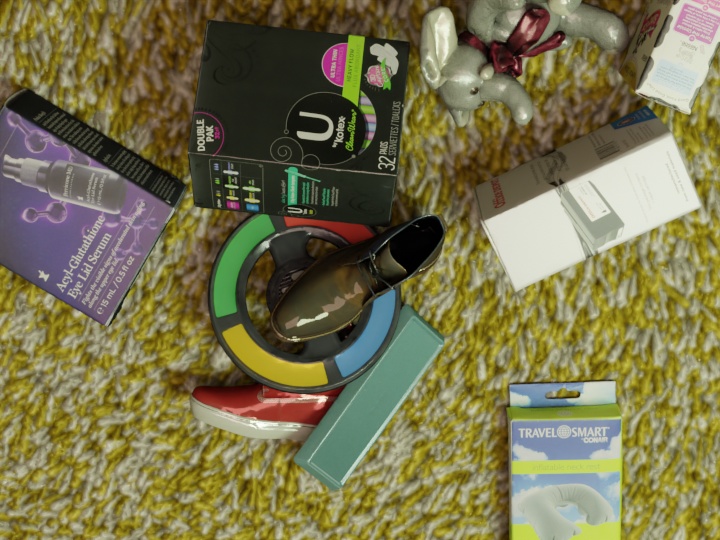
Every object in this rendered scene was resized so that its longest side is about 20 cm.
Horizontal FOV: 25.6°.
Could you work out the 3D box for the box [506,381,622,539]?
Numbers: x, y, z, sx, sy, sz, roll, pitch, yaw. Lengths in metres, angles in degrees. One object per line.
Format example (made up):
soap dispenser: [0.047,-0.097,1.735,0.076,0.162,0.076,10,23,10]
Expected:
box: [0.218,0.222,1.695,0.121,0.048,0.202,-2,106,1]

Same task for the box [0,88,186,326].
box: [-0.298,-0.065,1.596,0.199,0.104,0.149,30,104,-7]

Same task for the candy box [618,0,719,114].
candy box: [0.318,-0.262,1.515,0.060,0.136,0.202,20,104,-3]

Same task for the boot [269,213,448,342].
boot: [0.000,0.000,1.556,0.199,0.097,0.075,-32,84,-16]

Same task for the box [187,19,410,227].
box: [-0.059,-0.140,1.531,0.198,0.125,0.150,6,67,0]

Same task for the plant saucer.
plant saucer: [0.013,0.134,1.643,0.070,0.019,0.201,41,83,-34]

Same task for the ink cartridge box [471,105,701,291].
ink cartridge box: [0.219,-0.073,1.564,0.199,0.145,0.085,-25,104,8]

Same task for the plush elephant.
plush elephant: [0.132,-0.212,1.524,0.199,0.164,0.156,23,92,24]

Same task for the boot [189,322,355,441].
boot: [-0.075,0.102,1.658,0.198,0.072,0.146,7,105,-9]

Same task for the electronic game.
electronic game: [-0.057,0.025,1.614,0.198,0.042,0.202,0,78,-1]
